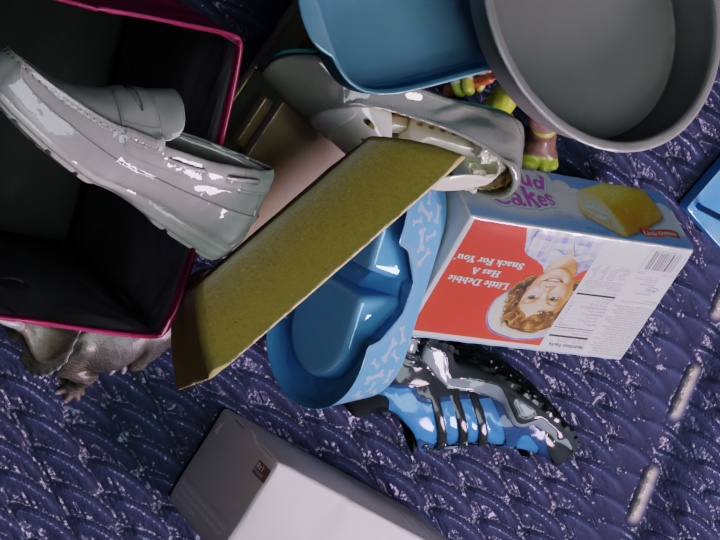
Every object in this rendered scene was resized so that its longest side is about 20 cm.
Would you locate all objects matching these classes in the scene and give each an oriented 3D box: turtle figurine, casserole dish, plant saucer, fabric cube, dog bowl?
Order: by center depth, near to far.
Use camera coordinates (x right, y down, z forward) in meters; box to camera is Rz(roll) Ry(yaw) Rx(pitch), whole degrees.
[{"bbox_3d":[-0.214,-0.090,1.443,0.199,0.199,0.198,9,103,-28],"label":"fabric cube"},{"bbox_3d":[-0.042,-0.012,1.446,0.200,0.200,0.049,-41,92,-11],"label":"plant saucer"},{"bbox_3d":[0.040,-0.177,1.506,0.199,0.039,0.122,-17,89,-28],"label":"casserole dish"},{"bbox_3d":[0.110,-0.132,1.626,0.198,0.065,0.162,-12,150,-23],"label":"turtle figurine"},{"bbox_3d":[0.000,0.000,1.637,0.049,0.111,0.202,6,106,-41],"label":"dog bowl"}]

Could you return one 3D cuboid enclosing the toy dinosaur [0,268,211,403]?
[{"bbox_3d":[-0.160,0.042,1.567,0.198,0.102,0.078,-7,84,-23],"label":"toy dinosaur"}]

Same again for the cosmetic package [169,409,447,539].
[{"bbox_3d":[-0.027,0.189,1.690,0.199,0.107,0.091,28,95,-29],"label":"cosmetic package"}]

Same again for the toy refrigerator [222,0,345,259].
[{"bbox_3d":[-0.051,-0.102,1.590,0.070,0.076,0.201,34,92,-31],"label":"toy refrigerator"}]

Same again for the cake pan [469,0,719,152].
[{"bbox_3d":[0.149,-0.172,1.521,0.199,0.037,0.202,8,76,-33],"label":"cake pan"}]

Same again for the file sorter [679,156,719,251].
[{"bbox_3d":[0.374,-0.066,1.787,0.200,0.123,0.139,-48,121,-3],"label":"file sorter"}]

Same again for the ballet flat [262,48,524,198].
[{"bbox_3d":[0.026,-0.092,1.541,0.199,0.067,0.064,15,63,-30],"label":"ballet flat"}]

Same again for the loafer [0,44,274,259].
[{"bbox_3d":[-0.131,-0.078,1.333,0.200,0.070,0.070,33,98,-41],"label":"loafer"}]

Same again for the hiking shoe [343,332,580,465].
[{"bbox_3d":[0.070,0.101,1.733,0.199,0.074,0.087,30,101,-22],"label":"hiking shoe"}]

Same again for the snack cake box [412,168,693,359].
[{"bbox_3d":[0.125,-0.006,1.690,0.199,0.067,0.115,8,130,-31],"label":"snack cake box"}]
